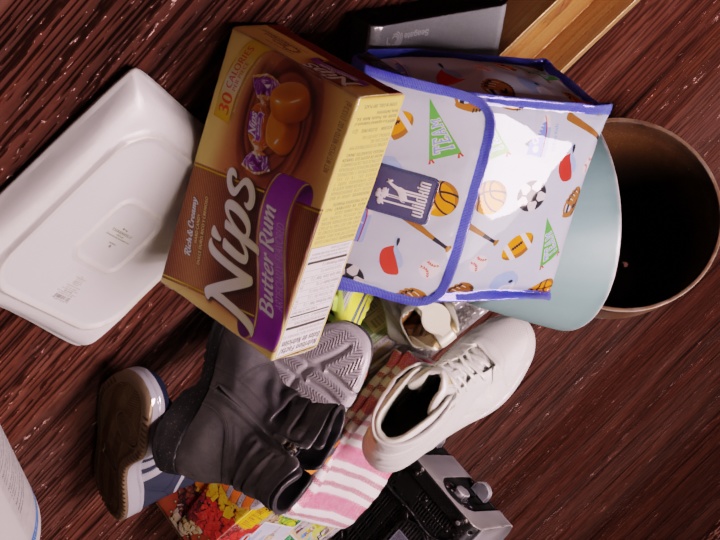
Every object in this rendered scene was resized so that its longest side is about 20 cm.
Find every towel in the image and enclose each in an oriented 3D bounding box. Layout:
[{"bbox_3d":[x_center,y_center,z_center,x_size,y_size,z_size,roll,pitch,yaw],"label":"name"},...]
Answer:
[{"bbox_3d":[0.013,0.169,1.414,0.200,0.030,0.146,-53,152,3],"label":"towel"}]

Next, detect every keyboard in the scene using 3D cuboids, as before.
[{"bbox_3d":[0.074,0.059,1.408,0.200,0.011,0.056,-38,152,-11],"label":"keyboard"}]

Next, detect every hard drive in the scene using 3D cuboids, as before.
[{"bbox_3d":[0.039,-0.108,1.129,0.140,0.033,0.200,-17,127,-38],"label":"hard drive"}]

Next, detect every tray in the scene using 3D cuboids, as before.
[{"bbox_3d":[0.185,-0.230,1.191,0.200,0.037,0.099,-43,153,5],"label":"tray"}]

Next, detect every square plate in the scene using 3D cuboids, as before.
[{"bbox_3d":[-0.175,-0.030,1.032,0.198,0.028,0.200,-44,152,4],"label":"square plate"}]

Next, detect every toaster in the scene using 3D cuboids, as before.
[{"bbox_3d":[0.041,0.277,1.596,0.200,0.181,0.119,-52,152,19],"label":"toaster"}]

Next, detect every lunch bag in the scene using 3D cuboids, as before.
[{"bbox_3d":[0.063,-0.067,1.065,0.200,0.124,0.170,2,115,-31],"label":"lunch bag"}]

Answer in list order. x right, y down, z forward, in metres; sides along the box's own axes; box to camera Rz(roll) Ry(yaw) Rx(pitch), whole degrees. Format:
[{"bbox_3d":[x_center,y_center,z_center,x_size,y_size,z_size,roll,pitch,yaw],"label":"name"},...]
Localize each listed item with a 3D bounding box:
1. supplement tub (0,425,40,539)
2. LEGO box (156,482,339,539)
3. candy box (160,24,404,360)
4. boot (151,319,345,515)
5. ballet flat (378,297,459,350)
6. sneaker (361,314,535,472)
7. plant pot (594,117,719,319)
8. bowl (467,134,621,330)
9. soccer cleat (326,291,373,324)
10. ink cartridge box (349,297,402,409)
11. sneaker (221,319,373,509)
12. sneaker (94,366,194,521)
[{"bbox_3d":[-0.304,0.150,1.021,0.132,0.132,0.200,-31,151,-19],"label":"supplement tub"},{"bbox_3d":[-0.091,0.231,1.471,0.149,0.077,0.200,-41,153,1],"label":"LEGO box"},{"bbox_3d":[-0.058,-0.054,1.004,0.056,0.117,0.200,-13,130,-53],"label":"candy box"},{"bbox_3d":[-0.067,0.098,1.179,0.070,0.132,0.200,68,41,-55],"label":"boot"},{"bbox_3d":[0.055,0.040,1.279,0.067,0.064,0.200,-42,159,-4],"label":"ballet flat"},{"bbox_3d":[0.087,0.102,1.318,0.200,0.074,0.116,-41,167,-14],"label":"sneaker"},{"bbox_3d":[0.243,-0.028,1.440,0.187,0.187,0.200,-37,167,-8],"label":"plant pot"},{"bbox_3d":[0.127,-0.043,1.256,0.105,0.201,0.201,-4,139,-21],"label":"bowl"},{"bbox_3d":[0.000,0.000,1.257,0.084,0.065,0.200,-15,143,-22],"label":"soccer cleat"},{"bbox_3d":[0.009,0.098,1.440,0.146,0.048,0.200,-37,150,-9],"label":"ink cartridge box"},{"bbox_3d":[-0.044,0.117,1.288,0.200,0.078,0.112,-52,167,21],"label":"sneaker"},{"bbox_3d":[-0.162,0.131,1.242,0.108,0.070,0.200,-21,152,-29],"label":"sneaker"}]
